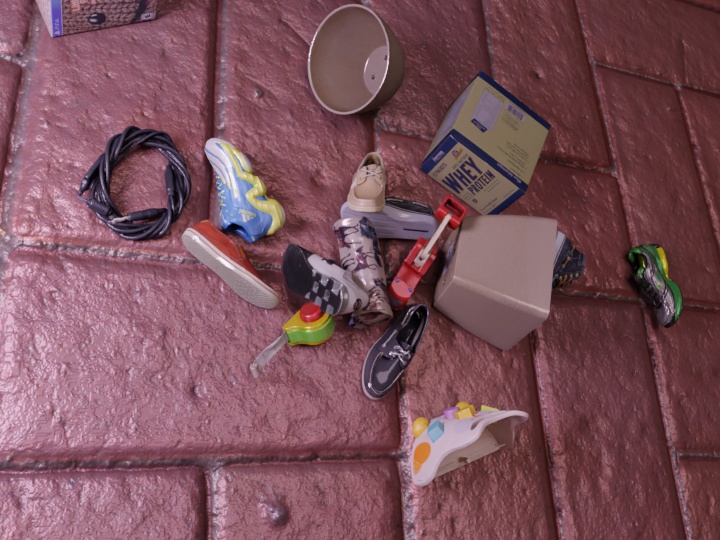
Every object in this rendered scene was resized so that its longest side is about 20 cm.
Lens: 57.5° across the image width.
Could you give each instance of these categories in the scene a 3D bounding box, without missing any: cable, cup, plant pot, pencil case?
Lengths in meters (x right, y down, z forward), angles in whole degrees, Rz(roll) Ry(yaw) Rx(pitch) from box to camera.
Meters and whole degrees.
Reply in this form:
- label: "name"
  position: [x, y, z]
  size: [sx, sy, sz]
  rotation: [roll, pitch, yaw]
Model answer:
- label: "cable"
  position: [-0.365, -0.152, 1.107]
  size: [0.161, 0.051, 0.203]
  rotation: [33, 60, -9]
- label: "cup"
  position: [0.013, -0.409, 1.314]
  size: [0.142, 0.198, 0.204]
  rotation: [-7, 71, -53]
- label: "plant pot"
  position: [0.245, 0.008, 1.251]
  size: [0.173, 0.201, 0.204]
  rotation: [16, 64, -4]
- label: "pencil case"
  position: [0.000, 0.000, 1.193]
  size: [0.077, 0.088, 0.205]
  rotation: [13, 59, -49]

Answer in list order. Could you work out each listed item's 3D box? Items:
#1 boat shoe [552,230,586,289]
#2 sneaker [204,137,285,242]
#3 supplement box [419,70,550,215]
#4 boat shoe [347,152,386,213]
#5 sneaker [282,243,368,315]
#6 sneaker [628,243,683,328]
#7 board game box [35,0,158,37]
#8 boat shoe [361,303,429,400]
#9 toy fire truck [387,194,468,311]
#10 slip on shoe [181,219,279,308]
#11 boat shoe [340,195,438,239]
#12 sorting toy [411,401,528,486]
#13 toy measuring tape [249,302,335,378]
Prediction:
- label: "boat shoe"
  position: [0.416, 0.010, 1.384]
  size: [0.090, 0.071, 0.202]
  rotation: [36, 58, -2]
- label: "sneaker"
  position: [-0.223, -0.135, 1.150]
  size: [0.200, 0.076, 0.105]
  rotation: [47, 60, -2]
- label: "supplement box"
  position: [0.264, -0.261, 1.384]
  size: [0.198, 0.134, 0.202]
  rotation: [33, 60, -9]
- label: "boat shoe"
  position: [0.016, -0.165, 1.219]
  size: [0.070, 0.067, 0.201]
  rotation: [6, 28, 4]
- label: "sneaker"
  position: [-0.062, 0.018, 1.135]
  size: [0.087, 0.076, 0.199]
  rotation: [2, 27, -42]
- label: "sneaker"
  position: [0.663, 0.036, 1.494]
  size: [0.083, 0.078, 0.205]
  rotation: [-2, 62, -17]
- label: "board game box"
  position: [-0.459, -0.514, 1.142]
  size: [0.197, 0.159, 0.098]
  rotation: [-24, 80, -29]
- label: "boat shoe"
  position: [0.066, 0.139, 1.182]
  size: [0.072, 0.063, 0.202]
  rotation: [37, 60, -7]
- label: "toy fire truck"
  position: [0.115, -0.027, 1.207]
  size: [0.048, 0.141, 0.202]
  rotation: [33, 70, 2]
- label: "slip on shoe"
  position: [-0.211, -0.012, 1.114]
  size: [0.199, 0.074, 0.061]
  rotation: [40, 57, 0]
- label: "boat shoe"
  position: [0.054, -0.107, 1.276]
  size: [0.195, 0.073, 0.072]
  rotation: [11, 41, -16]
- label: "sorting toy"
  position: [0.194, 0.276, 1.119]
  size: [0.196, 0.180, 0.109]
  rotation: [-13, 76, -28]
- label: "toy measuring tape"
  position: [-0.100, 0.114, 1.107]
  size: [0.074, 0.074, 0.200]
  rotation: [46, 54, -1]
